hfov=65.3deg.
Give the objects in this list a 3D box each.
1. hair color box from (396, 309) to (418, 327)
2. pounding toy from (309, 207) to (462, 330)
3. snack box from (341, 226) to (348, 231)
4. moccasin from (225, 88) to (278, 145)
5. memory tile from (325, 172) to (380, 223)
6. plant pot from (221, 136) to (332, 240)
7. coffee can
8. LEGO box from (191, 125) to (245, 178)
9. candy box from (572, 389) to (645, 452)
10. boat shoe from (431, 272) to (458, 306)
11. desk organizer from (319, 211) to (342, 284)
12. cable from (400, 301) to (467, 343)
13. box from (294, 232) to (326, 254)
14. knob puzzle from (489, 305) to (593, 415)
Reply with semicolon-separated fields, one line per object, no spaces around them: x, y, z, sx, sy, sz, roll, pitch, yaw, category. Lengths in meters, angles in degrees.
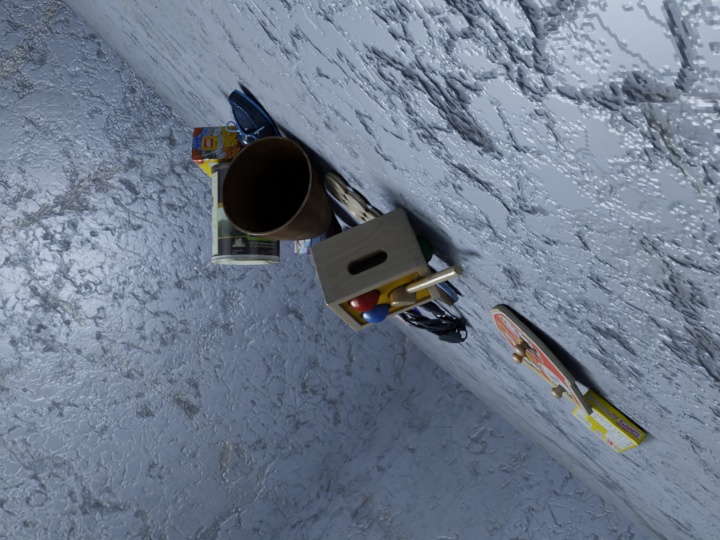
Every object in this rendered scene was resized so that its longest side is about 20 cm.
0.103;0.092;1.856;0.200;0.065;0.109;43;175;-33;hair color box
0.049;0.009;0.861;0.184;0.199;0.143;51;-162;-64;pounding toy
0.020;-0.043;1.528;0.200;0.024;0.072;44;177;-19;snack box
-0.202;-0.264;1.077;0.080;0.068;0.200;40;175;24;moccasin
0.011;-0.106;1.060;0.200;0.017;0.153;42;176;1;memory tile
-0.138;-0.133;1.099;0.187;0.187;0.200;40;-177;24;plant pot
-0.244;-0.117;1.201;0.145;0.201;0.146;-1;177;0;coffee can
-0.274;-0.251;1.288;0.148;0.078;0.200;0;167;8;LEGO box
0.410;0.256;0.941;0.102;0.026;0.200;39;174;25;candy box
0.094;0.023;1.091;0.199;0.073;0.072;31;174;20;boat shoe
-0.065;-0.064;1.376;0.072;0.077;0.201;112;155;-46;desk organizer
0.155;0.097;1.303;0.199;0.051;0.163;17;-155;-38;cable
-0.121;-0.108;1.369;0.037;0.138;0.200;4;-178;-17;box
0.263;0.131;0.891;0.220;0.030;0.220;49;178;2;knob puzzle
